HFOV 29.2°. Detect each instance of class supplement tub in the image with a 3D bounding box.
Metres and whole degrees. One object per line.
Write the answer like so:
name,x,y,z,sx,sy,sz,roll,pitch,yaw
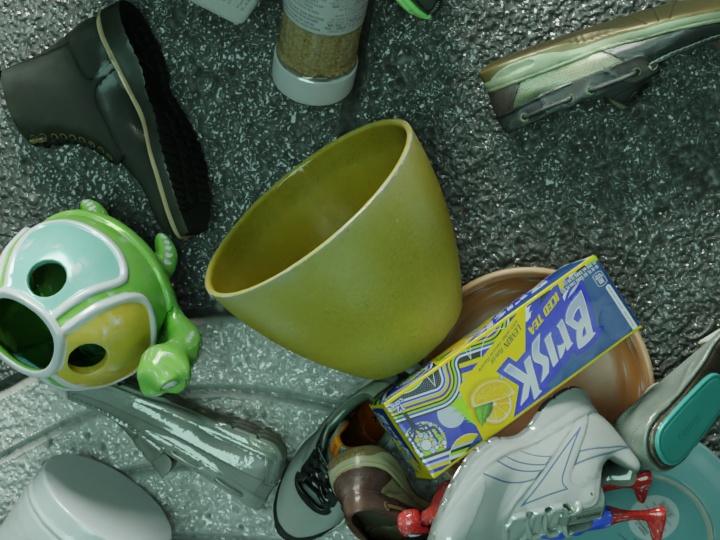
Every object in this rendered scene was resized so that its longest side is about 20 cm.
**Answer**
supplement tub,-0.264,0.273,1.171,0.132,0.132,0.200,34,100,4

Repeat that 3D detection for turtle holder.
turtle holder,-0.220,0.042,1.113,0.141,0.132,0.186,-40,88,34

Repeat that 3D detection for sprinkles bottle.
sprinkles bottle,-0.024,-0.219,1.046,0.068,0.068,0.200,21,139,6

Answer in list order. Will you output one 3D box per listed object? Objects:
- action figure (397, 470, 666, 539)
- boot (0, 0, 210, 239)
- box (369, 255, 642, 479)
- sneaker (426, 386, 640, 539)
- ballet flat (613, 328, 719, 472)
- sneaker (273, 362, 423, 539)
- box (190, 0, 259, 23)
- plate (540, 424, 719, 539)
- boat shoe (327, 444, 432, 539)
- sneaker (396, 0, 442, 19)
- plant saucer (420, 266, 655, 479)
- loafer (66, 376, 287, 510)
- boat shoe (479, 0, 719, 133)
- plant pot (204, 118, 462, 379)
action figure,0.124,0.206,1.058,0.199,0.065,0.099,1,126,-9
boot,-0.215,-0.104,1.152,0.138,0.077,0.201,-21,82,17
box,0.109,0.072,1.043,0.200,0.064,0.070,-34,91,-12
sneaker,0.126,0.158,0.991,0.087,0.200,0.075,39,142,26
ballet flat,0.274,0.080,1.080,0.200,0.064,0.068,-37,112,-19
sneaker,-0.018,0.151,1.126,0.074,0.079,0.200,45,119,15
box,-0.136,-0.331,1.022,0.199,0.171,0.200,43,102,26
plate,0.215,0.219,1.113,0.199,0.026,0.201,0,108,1
boat shoe,0.038,0.219,1.097,0.072,0.072,0.200,-24,132,12
sneaker,0.035,-0.297,1.076,0.083,0.077,0.201,-11,96,15
plant saucer,0.139,0.095,1.128,0.199,0.037,0.201,1,98,10
loafer,-0.161,0.141,1.168,0.199,0.070,0.070,22,94,7
boat shoe,0.195,-0.158,1.074,0.200,0.072,0.066,-15,105,11
plant pot,0.000,0.000,1.077,0.200,0.200,0.142,-36,111,12
